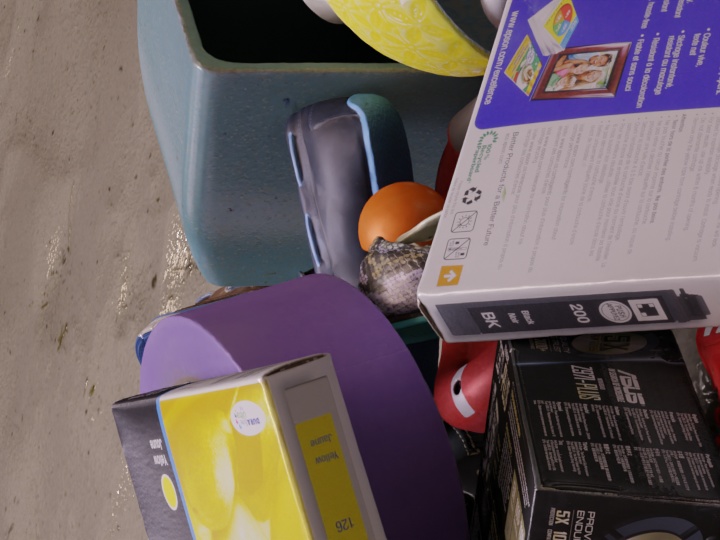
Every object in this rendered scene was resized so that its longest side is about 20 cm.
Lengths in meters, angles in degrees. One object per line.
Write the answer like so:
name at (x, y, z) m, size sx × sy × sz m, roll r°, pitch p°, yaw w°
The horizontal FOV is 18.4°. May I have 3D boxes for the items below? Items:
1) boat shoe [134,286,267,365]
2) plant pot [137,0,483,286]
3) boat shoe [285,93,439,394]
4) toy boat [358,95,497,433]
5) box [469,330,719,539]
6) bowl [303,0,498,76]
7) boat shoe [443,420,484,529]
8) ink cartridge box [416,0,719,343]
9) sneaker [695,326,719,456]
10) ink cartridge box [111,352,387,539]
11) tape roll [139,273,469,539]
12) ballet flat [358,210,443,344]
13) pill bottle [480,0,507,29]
boat shoe at (-0.063, 0.031, 1.475) m, size 0.200 × 0.072 × 0.072 m, roll -5°, pitch 120°, yaw 40°
plant pot at (-0.038, -0.100, 1.370) m, size 0.196 × 0.196 × 0.200 m, roll -110°, pitch 26°, yaw -46°
boat shoe at (0.000, 0.000, 1.259) m, size 0.069 × 0.084 × 0.200 m, roll -2°, pitch 96°, yaw 26°
toy boat at (0.059, -0.013, 1.191) m, size 0.131 × 0.131 × 0.200 m, roll -40°, pitch 46°, yaw 54°
box at (0.101, 0.131, 1.005) m, size 0.200 × 0.086 × 0.164 m, roll -92°, pitch 8°, yaw -70°
bowl at (0.019, -0.192, 1.235) m, size 0.108 × 0.200 × 0.200 m, roll -19°, pitch 61°, yaw 33°
boat shoe at (0.062, 0.138, 1.210) m, size 0.076 × 0.060 × 0.200 m, roll -69°, pitch 27°, yaw 24°
ink cartridge box at (0.141, -0.061, 1.030) m, size 0.200 × 0.043 × 0.198 m, roll -5°, pitch 51°, yaw 32°
sneaker at (0.187, 0.088, 0.991) m, size 0.116 × 0.078 × 0.200 m, roll -122°, pitch 47°, yaw -76°
ink cartridge box at (-0.040, 0.145, 1.008) m, size 0.198 × 0.047 × 0.200 m, roll -17°, pitch 88°, yaw 62°
tape roll at (-0.032, 0.107, 1.116) m, size 0.200 × 0.085 × 0.200 m, roll 43°, pitch 141°, yaw 48°
ballet flat at (0.091, -0.008, 1.089) m, size 0.200 × 0.072 × 0.072 m, roll -7°, pitch 68°, yaw 18°
pill bottle at (0.112, -0.228, 1.190) m, size 0.109 × 0.109 × 0.200 m, roll -41°, pitch 45°, yaw 52°
